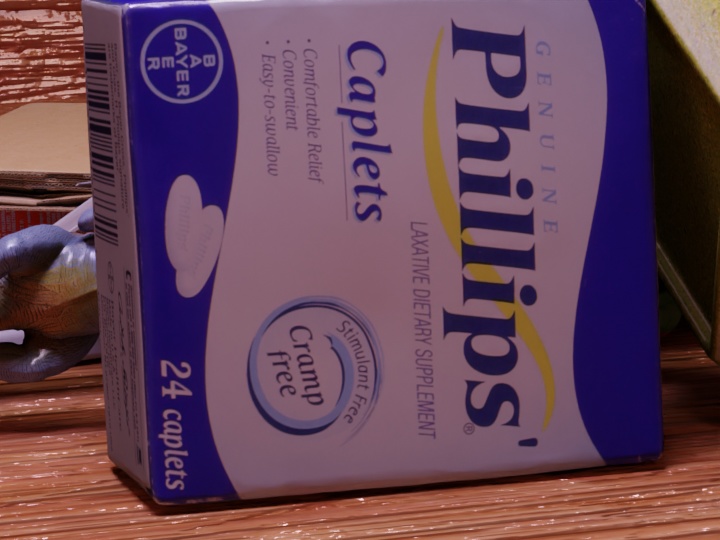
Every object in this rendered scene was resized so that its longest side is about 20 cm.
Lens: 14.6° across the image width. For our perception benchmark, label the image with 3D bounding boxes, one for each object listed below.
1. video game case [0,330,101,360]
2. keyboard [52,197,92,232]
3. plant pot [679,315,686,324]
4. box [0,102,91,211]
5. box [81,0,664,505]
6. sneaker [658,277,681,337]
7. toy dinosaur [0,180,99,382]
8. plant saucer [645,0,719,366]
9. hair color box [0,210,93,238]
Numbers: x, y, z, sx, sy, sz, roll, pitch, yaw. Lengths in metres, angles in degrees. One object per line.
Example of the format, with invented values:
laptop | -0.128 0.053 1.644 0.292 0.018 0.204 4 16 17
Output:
video game case | -0.173 0.025 1.420 0.200 0.022 0.182 -8 10 -32
keyboard | -0.155 0.000 1.257 0.200 0.011 0.056 -35 1 4
plant pot | 0.170 -0.054 1.383 0.173 0.200 0.200 -25 17 -25
box | -0.123 -0.057 1.392 0.163 0.021 0.200 2 12 14
box | 0.004 -0.017 1.062 0.200 0.184 0.105 -5 7 -14
sneaker | 0.053 0.005 1.207 0.200 0.084 0.077 -3 -22 -47
toy dinosaur | -0.107 -0.012 1.165 0.181 0.105 0.200 -27 32 -21
plant saucer | 0.131 -0.063 1.097 0.048 0.200 0.200 -18 50 -11
hair color box | -0.159 -0.020 1.431 0.200 0.064 0.111 -5 10 -23
